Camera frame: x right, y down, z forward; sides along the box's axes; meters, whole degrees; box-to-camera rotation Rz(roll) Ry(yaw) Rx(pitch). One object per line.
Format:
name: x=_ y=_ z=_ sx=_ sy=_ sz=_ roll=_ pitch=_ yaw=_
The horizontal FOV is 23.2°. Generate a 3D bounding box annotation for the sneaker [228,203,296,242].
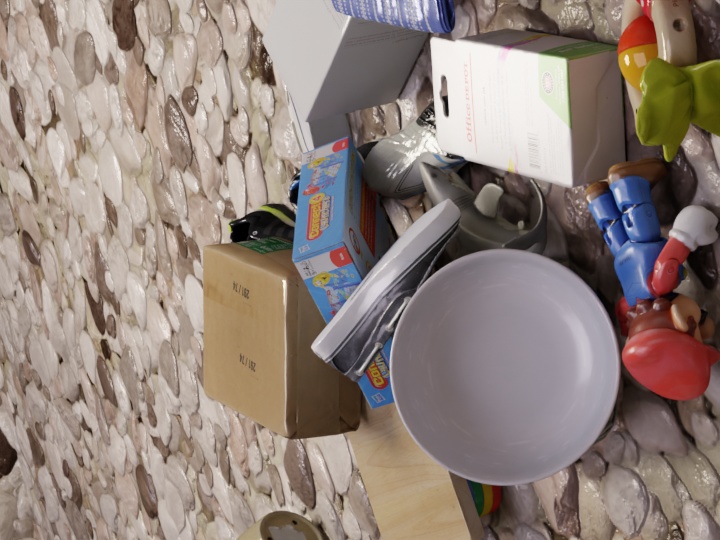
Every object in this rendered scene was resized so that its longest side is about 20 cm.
sneaker: x=-0.096 y=-0.020 z=2.100 sx=0.200 sy=0.082 sz=0.073 roll=31 pitch=130 yaw=53

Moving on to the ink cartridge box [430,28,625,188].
ink cartridge box: x=0.148 y=-0.152 z=1.584 sx=0.199 sy=0.067 sz=0.119 roll=21 pitch=122 yaw=53

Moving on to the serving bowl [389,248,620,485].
serving bowl: x=0.126 y=0.082 z=1.526 sx=0.066 sy=0.198 sz=0.202 roll=-7 pitch=-99 yaw=-82

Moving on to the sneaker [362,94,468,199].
sneaker: x=0.083 y=-0.124 z=1.745 sx=0.199 sy=0.072 sz=0.073 roll=-24 pitch=70 yaw=49

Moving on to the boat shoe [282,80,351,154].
boat shoe: x=-0.062 y=-0.215 z=1.961 sx=0.070 sy=0.070 sz=0.202 roll=11 pitch=120 yaw=57

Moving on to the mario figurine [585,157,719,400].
mario figurine: x=0.260 y=0.012 z=1.487 sx=0.123 sy=0.105 sz=0.202 roll=51 pitch=-155 yaw=-71

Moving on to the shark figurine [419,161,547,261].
shark figurine: x=0.121 y=-0.022 z=1.637 sx=0.129 sy=0.089 sz=0.214 roll=55 pitch=167 yaw=-26

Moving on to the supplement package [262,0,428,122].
supplement package: x=-0.006 y=-0.263 z=1.774 sx=0.118 sy=0.116 sz=0.201 roll=61 pitch=149 yaw=23

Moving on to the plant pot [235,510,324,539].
plant pot: x=-0.123 y=0.418 z=2.298 sx=0.188 sy=0.186 sz=0.201 roll=53 pitch=132 yaw=35

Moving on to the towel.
towel: x=0.020 y=-0.293 z=1.574 sx=0.199 sy=0.024 sz=0.146 roll=23 pitch=128 yaw=56

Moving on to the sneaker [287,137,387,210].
sneaker: x=-0.039 y=-0.078 z=1.932 sx=0.074 sy=0.111 sz=0.200 roll=65 pitch=151 yaw=20

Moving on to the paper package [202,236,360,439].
paper package: x=-0.089 y=0.070 z=1.969 sx=0.199 sy=0.102 sz=0.193 roll=19 pitch=111 yaw=56

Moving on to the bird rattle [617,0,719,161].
bird rattle: x=0.234 y=-0.184 z=1.392 sx=0.163 sy=0.111 sz=0.202 roll=127 pitch=128 yaw=-76

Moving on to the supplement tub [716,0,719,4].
supplement tub: x=0.330 y=-0.200 z=1.151 sx=0.200 sy=0.139 sz=0.142 roll=45 pitch=141 yaw=43

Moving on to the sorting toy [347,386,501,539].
sorting toy: x=0.071 y=0.203 z=1.914 sx=0.200 sy=0.069 sz=0.201 roll=-31 pitch=76 yaw=61

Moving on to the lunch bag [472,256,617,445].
lunch bag: x=0.146 y=0.096 z=1.659 sx=0.169 sy=0.138 sz=0.200 roll=64 pitch=151 yaw=-1

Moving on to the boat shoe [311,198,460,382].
boat shoe: x=0.038 y=0.023 z=1.632 sx=0.068 sy=0.072 sz=0.200 roll=39 pitch=108 yaw=-5

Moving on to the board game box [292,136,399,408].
board game box: x=0.000 y=0.000 z=1.780 sx=0.201 sy=0.055 sz=0.197 roll=-87 pitch=-26 yaw=-56
